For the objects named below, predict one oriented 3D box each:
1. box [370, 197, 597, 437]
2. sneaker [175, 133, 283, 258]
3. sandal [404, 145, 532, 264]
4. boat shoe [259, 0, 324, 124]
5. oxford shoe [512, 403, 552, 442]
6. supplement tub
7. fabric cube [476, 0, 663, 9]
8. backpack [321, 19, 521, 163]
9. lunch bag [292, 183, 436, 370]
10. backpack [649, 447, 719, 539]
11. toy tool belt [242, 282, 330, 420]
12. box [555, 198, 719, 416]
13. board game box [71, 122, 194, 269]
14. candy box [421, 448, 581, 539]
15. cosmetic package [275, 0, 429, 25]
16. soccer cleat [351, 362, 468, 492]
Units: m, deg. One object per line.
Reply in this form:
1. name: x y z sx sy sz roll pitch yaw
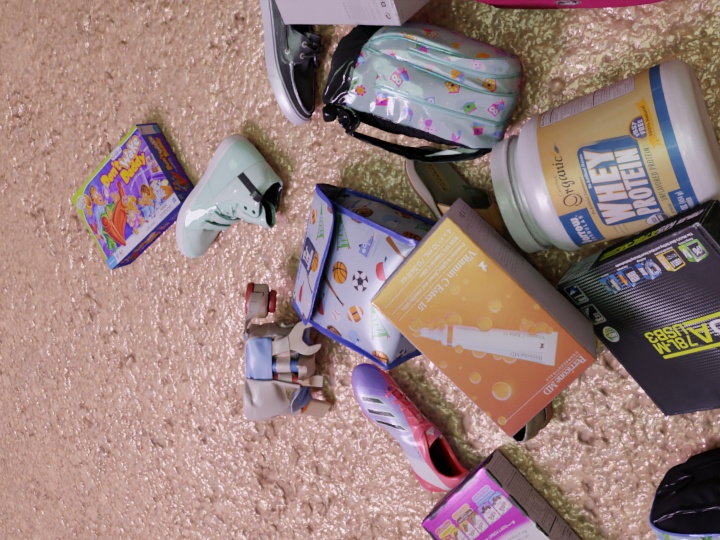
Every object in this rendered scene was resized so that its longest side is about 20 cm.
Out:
1. box: 0.128 0.045 0.747 0.200 0.098 0.125 43 112 1
2. sneaker: -0.183 -0.074 1.013 0.118 0.073 0.202 43 117 21
3. sandal: 0.125 -0.072 0.834 0.201 0.080 0.054 54 144 12
4. boat shoe: -0.077 -0.291 0.910 0.065 0.069 0.205 -7 92 32
5. oxford shoe: 0.159 0.109 0.865 0.070 0.074 0.202 -39 81 32
6. supplement tub: 0.244 -0.105 0.722 0.197 0.144 0.148 -19 93 32
7. fabric cube: 0.187 -0.354 0.660 0.192 0.199 0.205 7 106 26
8. backpack: 0.074 -0.201 0.791 0.196 0.167 0.129 20 123 10
9. lunch bag: 0.000 0.000 0.906 0.198 0.123 0.173 28 113 32
10. backpack: 0.398 0.257 0.705 0.198 0.182 0.150 -23 90 37
11. toy tool belt: -0.099 0.114 1.007 0.120 0.125 0.205 2 110 -3
12. box: 0.319 0.048 0.703 0.194 0.047 0.200 50 151 -3
13. board game box: -0.353 -0.112 1.121 0.199 0.045 0.136 -35 84 32
14. candy box: 0.193 0.350 0.916 0.200 0.061 0.137 47 120 12
15. cosmetic package: -0.006 -0.328 0.786 0.198 0.108 0.086 20 146 43
16. soccer cleat: 0.064 0.200 0.944 0.202 0.066 0.076 55 140 1
